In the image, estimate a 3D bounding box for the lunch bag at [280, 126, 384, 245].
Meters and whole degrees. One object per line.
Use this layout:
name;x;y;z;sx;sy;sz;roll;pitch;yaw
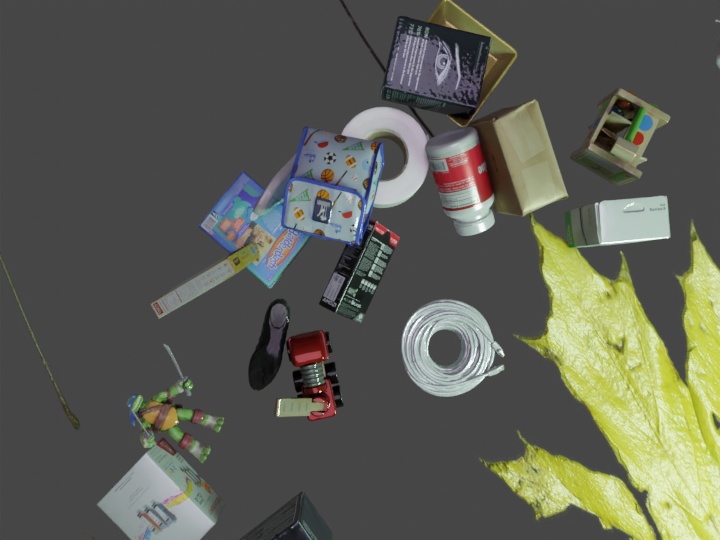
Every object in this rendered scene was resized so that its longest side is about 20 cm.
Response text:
lunch bag;-0.053;-0.160;1.450;0.167;0.124;0.203;14;76;9

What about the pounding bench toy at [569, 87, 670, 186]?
pounding bench toy;0.540;-0.282;1.508;0.123;0.200;0.158;29;89;0

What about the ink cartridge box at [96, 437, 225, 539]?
ink cartridge box;-0.396;0.474;1.508;0.145;0.145;0.200;-44;91;-2

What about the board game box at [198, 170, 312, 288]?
board game box;-0.218;-0.085;1.570;0.199;0.045;0.153;41;88;0

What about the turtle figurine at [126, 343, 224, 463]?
turtle figurine;-0.374;0.296;1.500;0.192;0.145;0.201;30;123;-15

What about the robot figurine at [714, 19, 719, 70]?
robot figurine;0.831;-0.465;1.558;0.168;0.113;0.201;-35;89;6

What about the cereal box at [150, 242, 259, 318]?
cereal box;-0.310;0.018;1.493;0.198;0.144;0.040;-29;98;17

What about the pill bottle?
pill bottle;0.210;-0.181;1.525;0.110;0.112;0.203;-20;111;-1

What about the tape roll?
tape roll;0.048;-0.236;1.564;0.198;0.071;0.207;0;88;-1

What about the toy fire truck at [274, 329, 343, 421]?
toy fire truck;-0.110;0.219;1.489;0.126;0.200;0.180;-11;89;-1

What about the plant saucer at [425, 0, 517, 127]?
plant saucer;0.198;-0.435;1.582;0.199;0.048;0.201;37;89;1

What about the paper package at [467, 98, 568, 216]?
paper package;0.310;-0.224;1.494;0.102;0.191;0.203;-23;100;-5

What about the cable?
cable;0.180;0.160;1.561;0.198;0.069;0.202;-30;89;0

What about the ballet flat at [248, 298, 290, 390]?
ballet flat;-0.187;0.158;1.570;0.065;0.057;0.203;18;95;1

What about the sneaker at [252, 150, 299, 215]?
sneaker;-0.138;-0.174;1.536;0.082;0.074;0.201;40;67;-5

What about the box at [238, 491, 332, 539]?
box;-0.162;0.573;1.483;0.199;0.198;0.124;-37;92;-1

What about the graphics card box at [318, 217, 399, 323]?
graphics card box;0.000;0.000;1.531;0.050;0.125;0.203;23;89;28

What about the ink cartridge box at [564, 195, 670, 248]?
ink cartridge box;0.513;-0.095;1.503;0.143;0.200;0.086;-6;90;-1

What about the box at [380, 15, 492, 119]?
box;0.151;-0.407;1.505;0.196;0.104;0.151;14;89;-1
